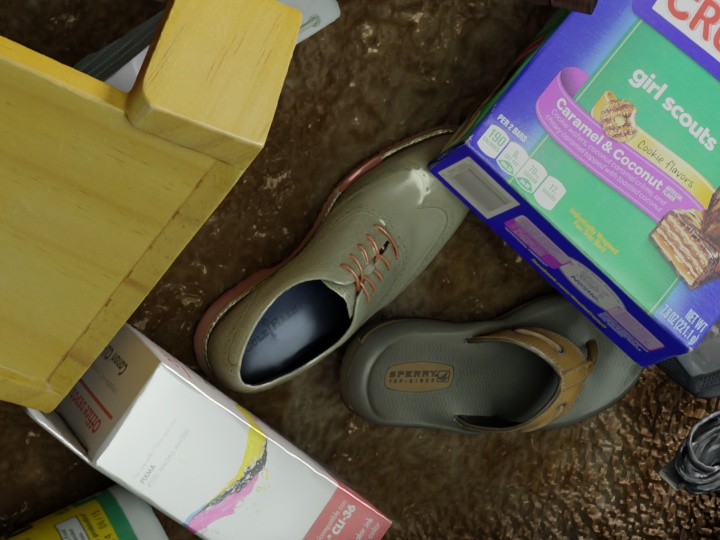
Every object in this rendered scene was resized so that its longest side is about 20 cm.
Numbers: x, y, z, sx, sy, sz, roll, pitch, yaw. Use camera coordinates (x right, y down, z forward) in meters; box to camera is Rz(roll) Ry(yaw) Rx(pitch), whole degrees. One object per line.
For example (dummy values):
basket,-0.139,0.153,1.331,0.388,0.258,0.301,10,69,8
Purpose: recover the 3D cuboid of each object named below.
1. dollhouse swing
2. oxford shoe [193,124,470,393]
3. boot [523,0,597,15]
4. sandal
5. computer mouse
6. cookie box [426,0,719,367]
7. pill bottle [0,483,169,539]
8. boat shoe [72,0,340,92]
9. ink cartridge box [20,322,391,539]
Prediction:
dollhouse swing,-0.163,-0.064,1.268,0.175,0.182,0.200,32,124,-13
oxford shoe,0.000,0.000,1.430,0.200,0.074,0.071,-44,110,-5
boot,0.046,-0.222,1.403,0.199,0.187,0.064,14,132,7
sandal,0.084,0.056,1.470,0.199,0.055,0.082,0,103,-30
computer mouse,0.182,0.018,1.486,0.138,0.053,0.200,-34,90,-18
cookie box,0.165,-0.079,1.429,0.171,0.075,0.200,42,72,-8
pill bottle,-0.189,0.202,1.392,0.199,0.113,0.113,-24,107,-12
boat shoe,-0.094,-0.101,1.380,0.200,0.074,0.067,-37,110,-6
ink cartridge box,-0.092,0.093,1.398,0.200,0.116,0.068,36,88,-21
